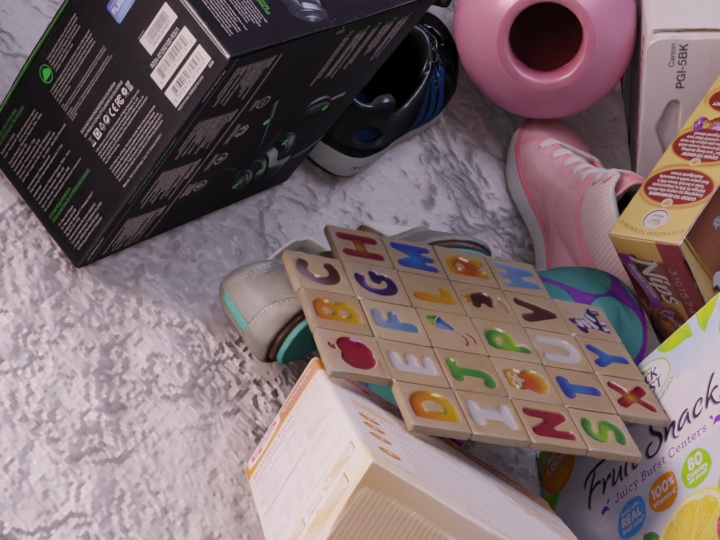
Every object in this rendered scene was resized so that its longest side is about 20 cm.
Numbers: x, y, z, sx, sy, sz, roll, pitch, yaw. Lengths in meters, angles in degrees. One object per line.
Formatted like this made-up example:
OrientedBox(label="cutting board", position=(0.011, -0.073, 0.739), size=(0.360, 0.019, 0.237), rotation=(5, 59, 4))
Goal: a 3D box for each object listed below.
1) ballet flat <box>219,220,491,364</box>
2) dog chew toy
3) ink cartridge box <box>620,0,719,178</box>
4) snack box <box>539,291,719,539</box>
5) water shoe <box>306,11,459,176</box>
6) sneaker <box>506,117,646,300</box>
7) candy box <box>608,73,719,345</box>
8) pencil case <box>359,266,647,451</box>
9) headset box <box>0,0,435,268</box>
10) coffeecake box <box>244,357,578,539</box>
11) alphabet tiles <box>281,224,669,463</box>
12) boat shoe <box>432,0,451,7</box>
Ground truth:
OrientedBox(label="ballet flat", position=(0.000, 0.000, 0.970), size=(0.199, 0.068, 0.064), rotation=(-17, 55, -48))
OrientedBox(label="dog chew toy", position=(0.129, -0.181, 1.197), size=(0.124, 0.125, 0.200), rotation=(37, 19, -7))
OrientedBox(label="ink cartridge box", position=(0.232, -0.150, 1.204), size=(0.082, 0.148, 0.201), rotation=(1, 36, 4))
OrientedBox(label="snack box", position=(0.177, 0.110, 0.909), size=(0.053, 0.200, 0.143), rotation=(21, 43, -23))
OrientedBox(label="water shoe", position=(0.030, -0.127, 1.097), size=(0.071, 0.079, 0.200), rotation=(40, 39, -3))
OrientedBox(label="sneaker", position=(0.157, -0.047, 1.113), size=(0.075, 0.105, 0.201), rotation=(19, 43, -24))
OrientedBox(label="candy box", position=(0.238, -0.049, 1.047), size=(0.200, 0.056, 0.117), rotation=(-52, 131, -27))
OrientedBox(label="pencil case", position=(0.080, 0.051, 0.974), size=(0.199, 0.085, 0.093), rotation=(-13, 62, -46))
OrientedBox(label="headset box", position=(-0.074, -0.112, 0.920), size=(0.093, 0.174, 0.200), rotation=(51, 40, 10))
OrientedBox(label="coffeecake box", position=(0.034, 0.128, 0.794), size=(0.153, 0.073, 0.200), rotation=(32, 3, -12))
OrientedBox(label="alphabet tiles", position=(0.061, 0.036, 0.890), size=(0.199, 0.006, 0.167), rotation=(10, 33, -25))
OrientedBox(label="boat shoe", position=(-0.010, -0.203, 1.142), size=(0.199, 0.068, 0.072), rotation=(-7, 21, -45))
